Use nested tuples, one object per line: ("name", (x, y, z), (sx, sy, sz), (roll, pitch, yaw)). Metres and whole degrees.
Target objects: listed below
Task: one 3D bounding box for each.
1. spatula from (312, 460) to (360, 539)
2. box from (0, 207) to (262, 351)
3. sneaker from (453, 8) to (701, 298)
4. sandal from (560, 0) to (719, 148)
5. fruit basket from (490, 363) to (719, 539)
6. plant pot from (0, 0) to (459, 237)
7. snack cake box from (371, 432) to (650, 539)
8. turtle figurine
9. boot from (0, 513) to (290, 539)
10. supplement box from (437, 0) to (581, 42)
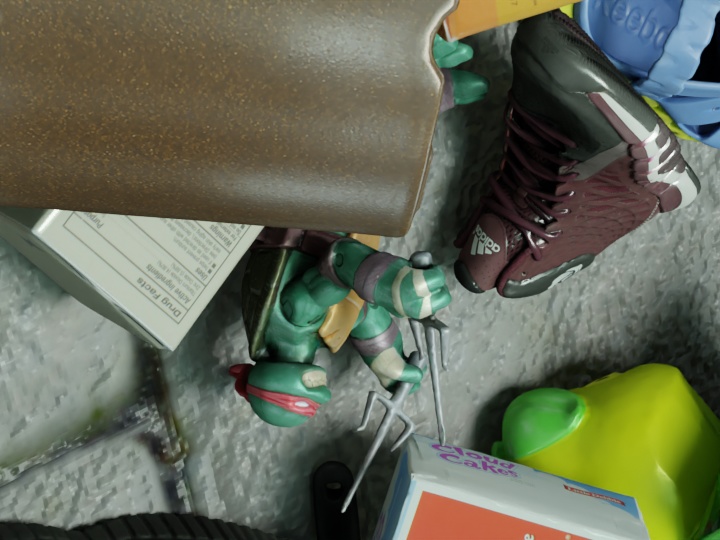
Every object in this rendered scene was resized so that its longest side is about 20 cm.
("spatula", (-0.005, 0.185, 1.175), (0.056, 0.021, 0.200), (-5, 103, 3))
("box", (-0.064, -0.079, 1.000), (0.200, 0.078, 0.095), (-53, 131, -10))
("sneaker", (0.082, -0.037, 1.105), (0.115, 0.076, 0.200), (-40, 154, 5))
("sandal", (0.170, -0.100, 1.176), (0.200, 0.087, 0.080), (14, 96, -43))
("fruit basket", (0.176, 0.093, 1.217), (0.156, 0.215, 0.216), (-52, 131, -20))
("plant pot", (-0.067, -0.099, 0.858), (0.198, 0.200, 0.201), (10, 103, -3))
("snack cake box", (0.045, 0.188, 1.130), (0.115, 0.067, 0.200), (17, 104, -5))
("turtle figurine", (0.000, 0.000, 1.058), (0.101, 0.150, 0.200), (17, 83, -4))
("boot", (-0.108, 0.183, 1.080), (0.200, 0.077, 0.139), (6, 109, -28))
("supplement box", (0.110, -0.154, 0.980), (0.200, 0.067, 0.069), (-19, 118, -12))
